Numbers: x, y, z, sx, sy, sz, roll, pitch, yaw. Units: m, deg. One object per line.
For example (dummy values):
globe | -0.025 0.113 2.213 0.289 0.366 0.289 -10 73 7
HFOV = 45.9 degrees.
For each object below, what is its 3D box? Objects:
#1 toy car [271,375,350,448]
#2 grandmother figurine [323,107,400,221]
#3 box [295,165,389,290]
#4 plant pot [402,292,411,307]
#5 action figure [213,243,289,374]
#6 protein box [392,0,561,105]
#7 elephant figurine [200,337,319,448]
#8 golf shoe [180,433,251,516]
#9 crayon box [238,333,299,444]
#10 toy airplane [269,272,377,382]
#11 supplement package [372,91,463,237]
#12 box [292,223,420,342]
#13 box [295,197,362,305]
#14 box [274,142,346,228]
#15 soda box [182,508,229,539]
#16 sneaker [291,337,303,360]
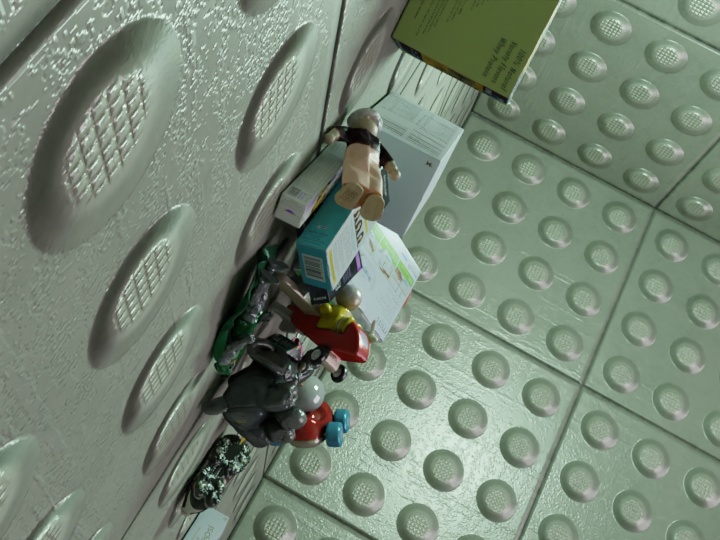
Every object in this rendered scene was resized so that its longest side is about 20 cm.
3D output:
toy car | -0.130 0.324 2.120 0.177 0.182 0.202 -47 136 -75
grandmother figurine | 0.000 -0.162 1.193 0.060 0.121 0.201 -37 -149 33
box | -0.021 -0.073 1.211 0.083 0.049 0.201 83 30 -46
plant pot | -0.022 0.038 1.713 0.177 0.200 0.201 -39 160 -49
action figure | -0.159 0.071 1.176 0.201 0.054 0.118 -60 180 32
protein box | 0.185 -0.392 1.306 0.200 0.199 0.135 -62 175 10
elephant figurine | -0.154 0.180 1.397 0.140 0.156 0.201 -21 -144 14
golf shoe | -0.283 0.389 1.637 0.088 0.077 0.200 -41 -176 30
crayon box | -0.196 0.226 1.649 0.201 0.051 0.126 -63 175 3
toy airplane | -0.056 0.078 1.419 0.141 0.199 0.200 -49 174 -4
supplement package | 0.063 -0.188 1.459 0.153 0.150 0.200 -63 175 29
box | 0.000 0.000 1.536 0.200 0.096 0.177 54 53 -35
box | -0.048 -0.044 1.317 0.200 0.036 0.144 -46 126 -68
box | -0.059 -0.124 1.182 0.039 0.041 0.200 -65 176 36
soda box | -0.379 0.639 1.933 0.200 0.068 0.064 -58 174 -44
sneaker | -0.150 0.198 1.920 0.200 0.078 0.096 59 49 -86
